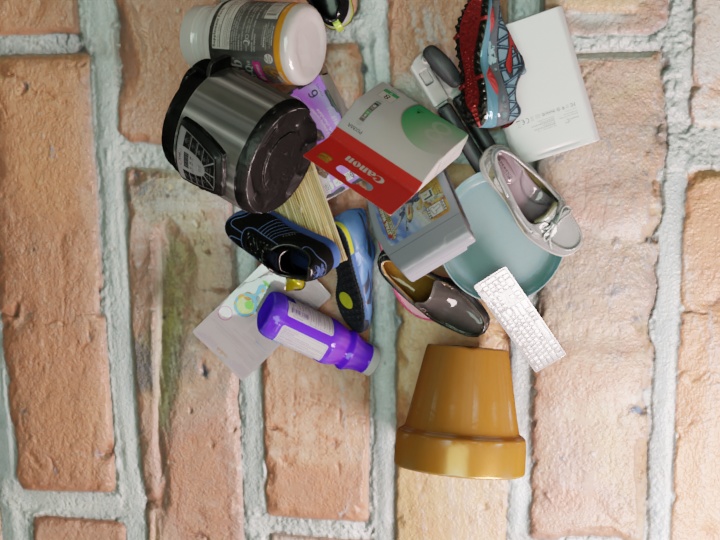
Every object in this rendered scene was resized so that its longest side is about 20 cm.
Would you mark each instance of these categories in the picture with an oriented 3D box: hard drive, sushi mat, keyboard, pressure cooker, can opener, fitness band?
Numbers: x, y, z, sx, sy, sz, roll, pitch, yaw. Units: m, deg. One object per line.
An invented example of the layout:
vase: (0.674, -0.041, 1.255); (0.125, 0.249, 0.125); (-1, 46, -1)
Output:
hard drive: (0.260, -0.269, 1.571); (0.130, 0.026, 0.202); (-17, 98, 13)
sushi mat: (-0.090, -0.095, 1.595); (0.095, 0.012, 0.202); (-15, 99, 24)
keyboard: (0.242, 0.076, 1.613); (0.056, 0.011, 0.200); (-29, 121, 16)
pressure cooker: (-0.183, -0.191, 1.511); (0.199, 0.179, 0.177); (30, 87, 22)
can opener: (0.143, -0.237, 1.573); (0.053, 0.067, 0.201); (-33, 95, -5)
fitness band: (0.107, -0.021, 1.646); (0.142, 0.037, 0.202); (-17, 97, 13)

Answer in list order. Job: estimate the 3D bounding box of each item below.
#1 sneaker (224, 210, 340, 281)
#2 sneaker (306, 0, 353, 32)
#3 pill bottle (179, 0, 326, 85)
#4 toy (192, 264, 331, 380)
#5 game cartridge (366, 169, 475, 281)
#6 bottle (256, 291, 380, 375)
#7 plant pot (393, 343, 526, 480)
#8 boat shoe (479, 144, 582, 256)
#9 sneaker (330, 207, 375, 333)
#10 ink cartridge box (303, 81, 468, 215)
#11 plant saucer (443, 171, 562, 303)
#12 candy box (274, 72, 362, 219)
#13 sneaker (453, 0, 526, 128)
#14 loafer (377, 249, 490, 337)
sneaker: (-0.129, -0.037, 1.575); (0.198, 0.078, 0.071); (17, 117, 26)
sneaker: (-0.066, -0.444, 1.563); (0.071, 0.083, 0.201); (-28, 96, 14)
pill bottle: (-0.158, -0.336, 1.567); (0.198, 0.116, 0.118); (9, 104, 27)
toy: (-0.156, 0.063, 1.701); (0.200, 0.047, 0.115); (-43, 103, 8)
game cartridge: (0.080, -0.087, 1.572); (0.132, 0.042, 0.201); (-29, 52, 11)
bottle: (-0.063, 0.103, 1.660); (0.199, 0.084, 0.066); (27, 107, -20)
plant pot: (0.156, 0.207, 1.616); (0.198, 0.200, 0.186); (5, 87, 9)
boat shoe: (0.252, -0.100, 1.556); (0.074, 0.065, 0.202); (-40, 99, -1)
sneaker: (0.000, 0.000, 1.655); (0.066, 0.078, 0.202); (16, 126, 41)
ink cartridge box: (0.038, -0.180, 1.529); (0.160, 0.200, 0.050); (34, 133, 15)
plant saucer: (0.210, -0.053, 1.602); (0.197, 0.027, 0.203); (-1, 96, -6)
candy box: (-0.099, -0.177, 1.630); (0.199, 0.072, 0.169); (-27, 96, 15)
sneaker: (0.191, -0.302, 1.536); (0.095, 0.079, 0.203); (1, 88, -31)
loafer: (0.105, 0.039, 1.605); (0.199, 0.072, 0.073); (33, 107, 3)
